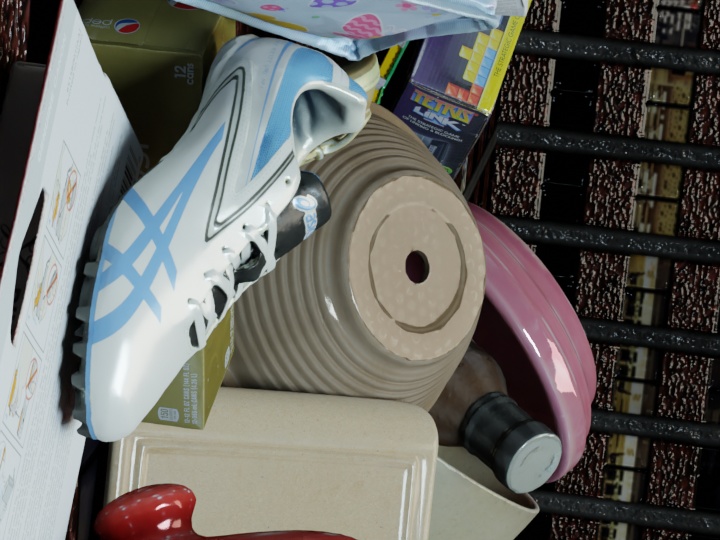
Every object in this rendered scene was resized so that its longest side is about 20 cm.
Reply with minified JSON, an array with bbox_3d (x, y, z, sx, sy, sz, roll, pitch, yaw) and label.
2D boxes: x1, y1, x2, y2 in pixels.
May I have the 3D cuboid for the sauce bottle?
[{"bbox_3d":[0.040,0.058,1.497,0.065,0.200,0.065,-22,130,-29],"label":"sauce bottle"}]

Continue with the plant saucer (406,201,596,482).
[{"bbox_3d":[0.074,0.033,1.554,0.051,0.201,0.201,-36,152,-19],"label":"plant saucer"}]

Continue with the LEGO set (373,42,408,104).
[{"bbox_3d":[-0.025,-0.179,1.494,0.200,0.116,0.154,-82,-161,-56],"label":"LEGO set"}]

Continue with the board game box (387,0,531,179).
[{"bbox_3d":[0.062,-0.146,1.584,0.165,0.057,0.201,116,-5,-62],"label":"board game box"}]

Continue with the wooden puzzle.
[{"bbox_3d":[-0.052,0.161,1.304,0.037,0.184,0.201,-4,-99,60],"label":"wooden puzzle"}]

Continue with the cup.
[{"bbox_3d":[-0.013,0.143,1.565,0.143,0.200,0.200,-55,174,4],"label":"cup"}]

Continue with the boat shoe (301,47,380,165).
[{"bbox_3d":[-0.040,-0.067,1.220,0.201,0.073,0.063,0,-74,65],"label":"boat shoe"}]

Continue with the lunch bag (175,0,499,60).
[{"bbox_3d":[-0.035,-0.192,1.054,0.127,0.200,0.170,-8,-108,52],"label":"lunch bag"}]

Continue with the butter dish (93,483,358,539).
[{"bbox_3d":[-0.069,0.160,1.057,0.199,0.199,0.148,-31,-105,53],"label":"butter dish"}]

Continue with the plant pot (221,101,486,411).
[{"bbox_3d":[0.000,0.000,1.374,0.200,0.093,0.202,5,83,-40],"label":"plant pot"}]

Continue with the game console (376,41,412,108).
[{"bbox_3d":[-0.006,-0.096,1.609,0.177,0.031,0.201,139,-27,-81],"label":"game console"}]

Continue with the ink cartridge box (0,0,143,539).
[{"bbox_3d":[-0.132,0.015,0.977,0.174,0.043,0.201,73,26,-70],"label":"ink cartridge box"}]

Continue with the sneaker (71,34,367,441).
[{"bbox_3d":[-0.057,-0.015,1.035,0.072,0.072,0.200,87,25,-55],"label":"sneaker"}]

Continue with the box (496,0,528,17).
[{"bbox_3d":[0.071,-0.235,1.206,0.144,0.036,0.201,61,37,-77],"label":"box"}]

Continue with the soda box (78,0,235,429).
[{"bbox_3d":[-0.093,-0.030,1.157,0.068,0.064,0.201,-72,167,-55],"label":"soda box"}]
